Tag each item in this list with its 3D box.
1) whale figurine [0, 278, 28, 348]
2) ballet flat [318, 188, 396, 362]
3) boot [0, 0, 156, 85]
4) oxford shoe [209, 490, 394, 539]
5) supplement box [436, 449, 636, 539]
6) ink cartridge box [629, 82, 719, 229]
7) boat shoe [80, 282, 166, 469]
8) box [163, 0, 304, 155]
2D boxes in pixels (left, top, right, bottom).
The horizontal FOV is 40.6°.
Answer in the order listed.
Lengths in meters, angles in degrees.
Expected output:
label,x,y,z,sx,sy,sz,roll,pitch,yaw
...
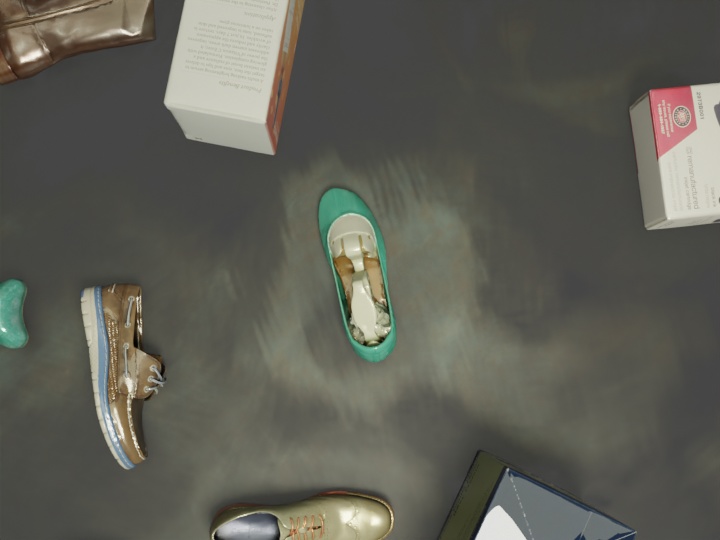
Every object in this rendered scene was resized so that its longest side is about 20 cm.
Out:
label,x,y,z,sx,sy,sz,roll,pitch,yaw
whale figurine,-0.459,0.050,1.031,0.199,0.104,0.160,-2,84,-1
ballet flat,0.000,0.000,1.062,0.067,0.070,0.201,-14,84,-2
boot,-0.338,-0.321,1.091,0.199,0.064,0.187,-20,98,0
oxford shoe,-0.062,0.277,1.030,0.199,0.074,0.071,-8,84,-2
supplement box,0.148,0.304,0.968,0.134,0.200,0.201,26,84,2
ink cartridge box,0.414,-0.130,1.076,0.199,0.084,0.146,-6,85,-2
boat shoe,-0.248,0.109,1.045,0.072,0.072,0.201,-13,85,-4
box,-0.128,-0.244,1.043,0.106,0.152,0.201,10,85,-1
